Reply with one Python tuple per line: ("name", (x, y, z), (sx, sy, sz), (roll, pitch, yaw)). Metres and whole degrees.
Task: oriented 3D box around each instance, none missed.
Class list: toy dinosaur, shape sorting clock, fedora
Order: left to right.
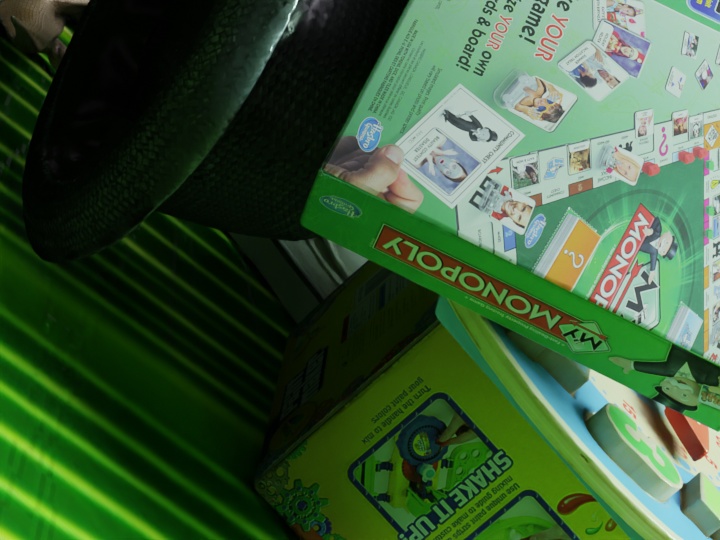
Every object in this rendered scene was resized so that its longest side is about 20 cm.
("toy dinosaur", (-0.140, -0.114, 0.747), (0.101, 0.058, 0.200), (24, 22, -30))
("fedora", (-0.037, -0.068, 0.582), (0.091, 0.201, 0.201), (30, 18, -23))
("shape sorting clock", (0.089, 0.028, 0.556), (0.200, 0.039, 0.200), (43, 22, -22))

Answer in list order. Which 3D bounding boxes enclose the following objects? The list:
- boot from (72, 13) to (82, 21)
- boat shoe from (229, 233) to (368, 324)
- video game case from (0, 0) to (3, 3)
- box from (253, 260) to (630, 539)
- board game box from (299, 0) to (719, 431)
("boot", (-0.116, -0.176, 0.940), (0.158, 0.079, 0.212), (35, 18, -54))
("boat shoe", (0.000, 0.000, 0.833), (0.200, 0.070, 0.071), (51, 11, 11))
("video game case", (-0.189, -0.195, 0.641), (0.200, 0.023, 0.183), (46, 40, -16))
("box", (0.070, 0.083, 0.693), (0.193, 0.122, 0.200), (47, 10, -8))
("board game box", (0.080, -0.063, 0.521), (0.134, 0.029, 0.201), (27, 54, 0))
